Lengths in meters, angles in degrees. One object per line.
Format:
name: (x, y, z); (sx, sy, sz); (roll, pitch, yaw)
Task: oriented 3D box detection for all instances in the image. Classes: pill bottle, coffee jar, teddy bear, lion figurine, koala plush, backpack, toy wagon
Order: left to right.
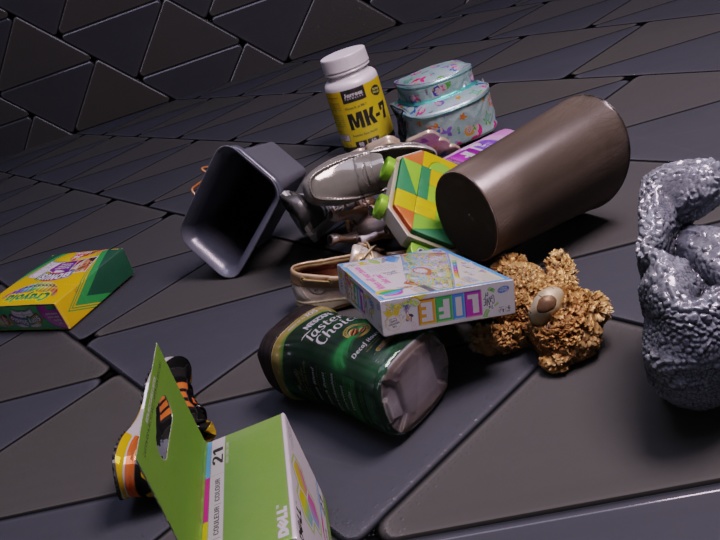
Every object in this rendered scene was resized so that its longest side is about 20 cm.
coffee jar: (-0.014, 0.094, 0.740); (0.198, 0.086, 0.104); (7, 35, 45)
pill bottle: (-0.007, -0.342, 1.464); (0.112, 0.203, 0.115); (-16, 25, 8)
lion figurine: (0.030, -0.068, 1.023); (0.121, 0.074, 0.199); (-7, 13, -30)
toy wagon: (0.092, -0.066, 0.923); (0.153, 0.040, 0.202); (20, 50, -11)
backpack: (0.156, -0.301, 1.339); (0.175, 0.152, 0.201); (-20, 30, -4)
teddy bear: (0.171, 0.029, 0.754); (0.143, 0.068, 0.201); (-20, 24, 5)
koala plush: (0.326, 0.021, 0.558); (0.197, 0.179, 0.185); (-4, 41, 29)

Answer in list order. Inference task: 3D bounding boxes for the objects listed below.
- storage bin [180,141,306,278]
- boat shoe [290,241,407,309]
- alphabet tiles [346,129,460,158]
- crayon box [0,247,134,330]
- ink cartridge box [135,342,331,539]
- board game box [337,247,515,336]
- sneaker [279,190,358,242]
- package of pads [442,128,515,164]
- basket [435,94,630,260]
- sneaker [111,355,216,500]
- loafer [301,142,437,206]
storage bin: (-0.185, -0.115, 1.157); (0.201, 0.145, 0.134); (-55, -7, 32)
boat shoe: (0.000, 0.000, 0.934); (0.197, 0.070, 0.074); (-15, 25, 10)
alphabet tiles: (0.053, -0.164, 1.133); (0.193, 0.015, 0.199); (-19, -15, 27)
crayon box: (-0.531, 0.033, 1.274); (0.197, 0.059, 0.173); (-4, 30, 31)
ink cartridge box: (-0.084, 0.158, 0.528); (0.075, 0.203, 0.148); (-19, 25, -1)
board game box: (0.059, 0.016, 0.758); (0.132, 0.035, 0.200); (-8, 12, -11)
sneaker: (-0.052, -0.107, 1.080); (0.115, 0.076, 0.200); (-35, -3, -1)
package of pads: (0.176, -0.140, 1.077); (0.198, 0.077, 0.120); (-26, 23, -12)
basket: (0.200, -0.104, 0.877); (0.198, 0.137, 0.181); (-28, -15, -23)
sneaker: (-0.192, 0.164, 0.771); (0.088, 0.071, 0.201); (-1, 28, 4)
loafer: (0.014, -0.139, 1.000); (0.197, 0.071, 0.070); (-22, 5, -19)
